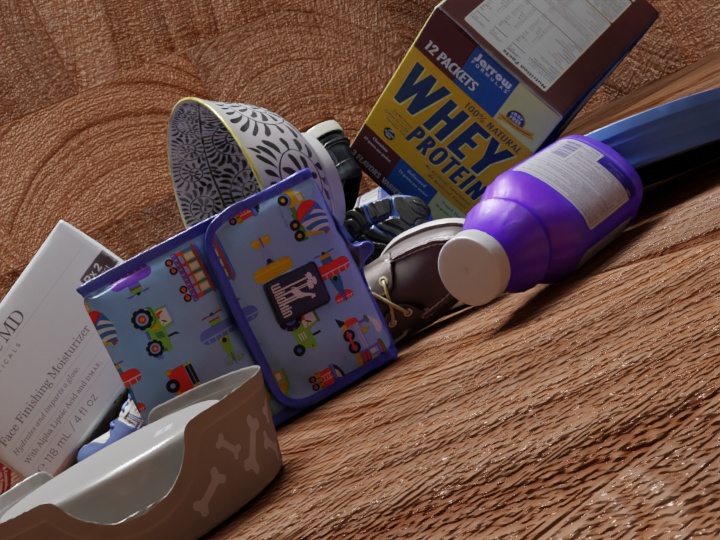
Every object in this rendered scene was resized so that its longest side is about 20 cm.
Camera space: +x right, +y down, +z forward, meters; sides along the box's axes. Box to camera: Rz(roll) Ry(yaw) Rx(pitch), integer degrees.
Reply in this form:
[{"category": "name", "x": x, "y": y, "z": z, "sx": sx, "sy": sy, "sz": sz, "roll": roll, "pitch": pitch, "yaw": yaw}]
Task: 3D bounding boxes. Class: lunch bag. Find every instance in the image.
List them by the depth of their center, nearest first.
[{"category": "lunch bag", "x": -0.077, "y": 0.032, "z": 0.871, "sx": 0.199, "sy": 0.152, "sz": 0.094, "roll": -28, "pitch": 4, "yaw": -6}]

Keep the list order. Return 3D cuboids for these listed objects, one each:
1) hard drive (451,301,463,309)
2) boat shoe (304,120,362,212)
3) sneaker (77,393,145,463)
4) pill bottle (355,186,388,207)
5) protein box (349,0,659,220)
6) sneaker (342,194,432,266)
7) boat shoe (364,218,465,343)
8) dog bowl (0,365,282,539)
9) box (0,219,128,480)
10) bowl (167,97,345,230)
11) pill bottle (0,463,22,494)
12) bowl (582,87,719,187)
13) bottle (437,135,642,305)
[{"category": "hard drive", "x": 0.108, "y": -0.004, "z": 1.006, "sx": 0.199, "sy": 0.026, "sz": 0.132, "roll": -24, "pitch": 5, "yaw": 41}, {"category": "boat shoe", "x": -0.036, "y": -0.045, "z": 1.110, "sx": 0.074, "sy": 0.066, "sz": 0.200, "roll": -24, "pitch": -28, "yaw": -35}, {"category": "sneaker", "x": -0.160, "y": 0.102, "z": 1.008, "sx": 0.199, "sy": 0.089, "sz": 0.075, "roll": -30, "pitch": 5, "yaw": 10}, {"category": "pill bottle", "x": 0.090, "y": -0.065, "z": 1.342, "sx": 0.198, "sy": 0.112, "sz": 0.111, "roll": -26, "pitch": 4, "yaw": 19}, {"category": "protein box", "x": 0.124, "y": -0.164, "z": 1.073, "sx": 0.200, "sy": 0.135, "sz": 0.199, "roll": -44, "pitch": -6, "yaw": -40}, {"category": "sneaker", "x": 0.000, "y": 0.000, "z": 1.073, "sx": 0.078, "sy": 0.076, "sz": 0.200, "roll": -26, "pitch": -16, "yaw": -51}, {"category": "boat shoe", "x": 0.012, "y": 0.028, "z": 0.938, "sx": 0.199, "sy": 0.072, "sz": 0.060, "roll": -30, "pitch": 8, "yaw": 25}, {"category": "dog bowl", "x": -0.133, "y": 0.127, "z": 0.693, "sx": 0.198, "sy": 0.059, "sz": 0.200, "roll": -27, "pitch": 4, "yaw": 2}, {"category": "box", "x": -0.267, "y": 0.079, "z": 1.116, "sx": 0.200, "sy": 0.130, "sz": 0.200, "roll": -55, "pitch": 2, "yaw": -6}, {"category": "bowl", "x": -0.073, "y": -0.058, "z": 0.997, "sx": 0.093, "sy": 0.203, "sz": 0.200, "roll": -23, "pitch": 2, "yaw": -25}, {"category": "pill bottle", "x": -0.400, "y": 0.191, "z": 1.380, "sx": 0.109, "sy": 0.110, "sz": 0.199, "roll": -24, "pitch": 5, "yaw": 43}, {"category": "bowl", "x": 0.233, "y": -0.096, "z": 0.996, "sx": 0.198, "sy": 0.040, "sz": 0.201, "roll": -19, "pitch": -5, "yaw": -2}, {"category": "bottle", "x": 0.124, "y": -0.033, "z": 0.842, "sx": 0.199, "sy": 0.083, "sz": 0.066, "roll": -33, "pitch": -25, "yaw": -49}]
